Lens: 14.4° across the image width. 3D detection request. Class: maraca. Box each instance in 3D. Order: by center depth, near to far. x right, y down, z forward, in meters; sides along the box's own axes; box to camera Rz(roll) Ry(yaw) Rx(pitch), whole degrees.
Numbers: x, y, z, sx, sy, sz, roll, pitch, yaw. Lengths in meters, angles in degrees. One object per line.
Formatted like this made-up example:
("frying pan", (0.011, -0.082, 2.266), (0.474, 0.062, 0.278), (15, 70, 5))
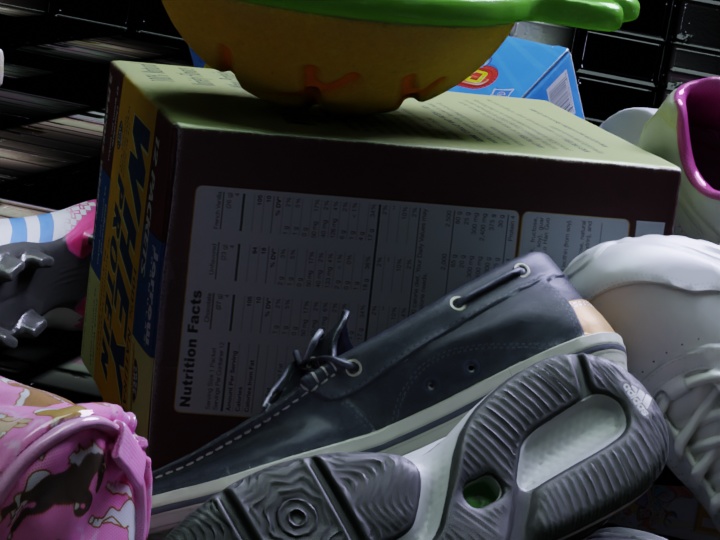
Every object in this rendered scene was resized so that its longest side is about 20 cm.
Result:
("maraca", (0.012, -0.113, 1.112), (0.199, 0.107, 0.137), (2, 18, -26))

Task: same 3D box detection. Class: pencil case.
("pencil case", (-0.154, 0.061, 0.954), (0.086, 0.083, 0.200), (0, 12, -45))

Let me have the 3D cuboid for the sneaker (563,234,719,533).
("sneaker", (0.150, 0.068, 1.055), (0.200, 0.078, 0.099), (40, 27, -16))

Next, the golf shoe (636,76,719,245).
("golf shoe", (0.183, -0.001, 1.125), (0.200, 0.092, 0.075), (35, 54, 23))

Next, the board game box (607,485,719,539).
("board game box", (0.183, 0.096, 1.270), (0.199, 0.034, 0.134), (11, 8, 7))

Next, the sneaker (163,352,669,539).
("sneaker", (0.006, 0.106, 0.951), (0.200, 0.115, 0.076), (-22, 69, -28))

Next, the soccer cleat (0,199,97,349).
("soccer cleat", (-0.167, -0.004, 1.395), (0.086, 0.070, 0.200), (14, 10, 21))

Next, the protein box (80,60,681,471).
("protein box", (0.000, 0.000, 1.171), (0.199, 0.136, 0.199), (5, 10, -13))

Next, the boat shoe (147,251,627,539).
("boat shoe", (-0.004, 0.052, 1.017), (0.199, 0.062, 0.075), (-24, -21, -4))

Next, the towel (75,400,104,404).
("towel", (-0.097, 0.076, 1.123), (0.144, 0.023, 0.200), (15, 10, 34))

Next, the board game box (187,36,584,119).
("board game box", (0.027, -0.032, 1.403), (0.195, 0.201, 0.056), (16, 47, 36))

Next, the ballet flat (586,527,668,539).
("ballet flat", (0.154, 0.138, 0.964), (0.199, 0.067, 0.057), (12, 49, 21))

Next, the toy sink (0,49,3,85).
("toy sink", (-0.219, -0.043, 1.107), (0.112, 0.201, 0.130), (2, 1, 38))

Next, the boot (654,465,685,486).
("boot", (0.205, 0.024, 1.219), (0.167, 0.077, 0.200), (9, 41, 9))

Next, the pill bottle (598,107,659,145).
("pill bottle", (0.202, -0.022, 1.327), (0.199, 0.120, 0.119), (5, 10, -32))
